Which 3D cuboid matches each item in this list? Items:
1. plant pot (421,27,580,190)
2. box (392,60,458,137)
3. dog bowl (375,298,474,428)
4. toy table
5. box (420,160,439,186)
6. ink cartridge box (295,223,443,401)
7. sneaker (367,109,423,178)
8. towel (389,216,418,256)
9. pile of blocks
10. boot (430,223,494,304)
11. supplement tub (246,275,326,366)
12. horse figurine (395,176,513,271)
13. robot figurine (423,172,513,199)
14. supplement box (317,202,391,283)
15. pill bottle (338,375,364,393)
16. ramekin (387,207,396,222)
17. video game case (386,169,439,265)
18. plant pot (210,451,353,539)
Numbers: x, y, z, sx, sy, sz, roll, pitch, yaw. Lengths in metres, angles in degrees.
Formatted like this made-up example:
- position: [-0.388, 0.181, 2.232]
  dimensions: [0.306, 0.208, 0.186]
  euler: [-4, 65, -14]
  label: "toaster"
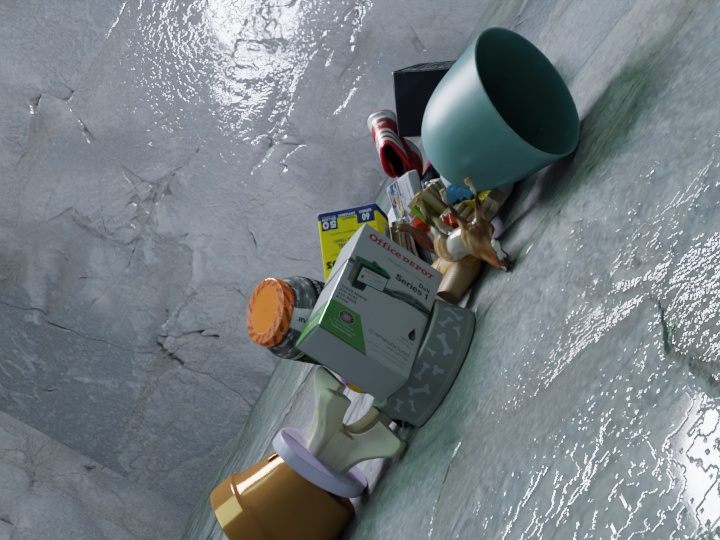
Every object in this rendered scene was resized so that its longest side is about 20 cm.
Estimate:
- position: [0.181, -0.207, 1.162]
  dimensions: [0.161, 0.200, 0.202]
  euler: [-36, 23, 45]
  label: "plant pot"
- position: [0.180, -0.318, 1.510]
  dimensions: [0.200, 0.195, 0.125]
  euler: [-43, -49, -64]
  label: "box"
- position: [0.087, 0.130, 1.191]
  dimensions: [0.202, 0.058, 0.200]
  euler: [-59, 7, 11]
  label: "dog bowl"
- position: [-0.030, 0.238, 1.193]
  dimensions: [0.118, 0.183, 0.200]
  euler: [-53, -23, 2]
  label: "toy table"
- position: [0.163, -0.152, 1.607]
  dimensions: [0.096, 0.099, 0.200]
  euler: [-57, 7, 21]
  label: "box"
- position: [0.017, 0.054, 1.157]
  dimensions: [0.084, 0.145, 0.201]
  euler: [-47, 15, 48]
  label: "ink cartridge box"
- position: [0.070, -0.196, 1.547]
  dimensions: [0.078, 0.200, 0.117]
  euler: [-21, 54, 19]
  label: "sneaker"
- position: [0.079, 0.008, 1.479]
  dimensions: [0.133, 0.034, 0.203]
  euler: [176, 88, -83]
  label: "towel"
- position: [0.131, -0.093, 1.268]
  dimensions: [0.199, 0.083, 0.062]
  euler: [-9, 32, 53]
  label: "pile of blocks"
- position: [0.142, 0.002, 1.321]
  dimensions: [0.145, 0.070, 0.201]
  euler: [-58, 10, -23]
  label: "boot"
- position: [-0.063, 0.079, 1.239]
  dimensions: [0.122, 0.198, 0.124]
  euler: [-19, 64, 45]
  label: "supplement tub"
- position: [0.135, -0.057, 1.191]
  dimensions: [0.050, 0.134, 0.199]
  euler: [-36, 12, -29]
  label: "horse figurine"
- position: [0.190, -0.167, 1.353]
  dimensions: [0.151, 0.124, 0.200]
  euler: [-56, 5, 20]
  label: "robot figurine"
- position: [0.000, 0.000, 1.433]
  dimensions: [0.109, 0.107, 0.203]
  euler: [33, -132, -74]
  label: "supplement box"
- position: [0.017, 0.154, 1.414]
  dimensions: [0.105, 0.103, 0.200]
  euler: [-63, 7, -20]
  label: "pill bottle"
- position: [0.095, -0.066, 1.722]
  dimensions: [0.200, 0.097, 0.203]
  euler: [-155, 90, -84]
  label: "ramekin"
- position: [0.102, -0.068, 1.478]
  dimensions: [0.023, 0.203, 0.182]
  euler: [-18, 0, -10]
  label: "video game case"
- position: [-0.104, 0.352, 1.221]
  dimensions: [0.140, 0.200, 0.200]
  euler: [-43, 7, 0]
  label: "plant pot"
